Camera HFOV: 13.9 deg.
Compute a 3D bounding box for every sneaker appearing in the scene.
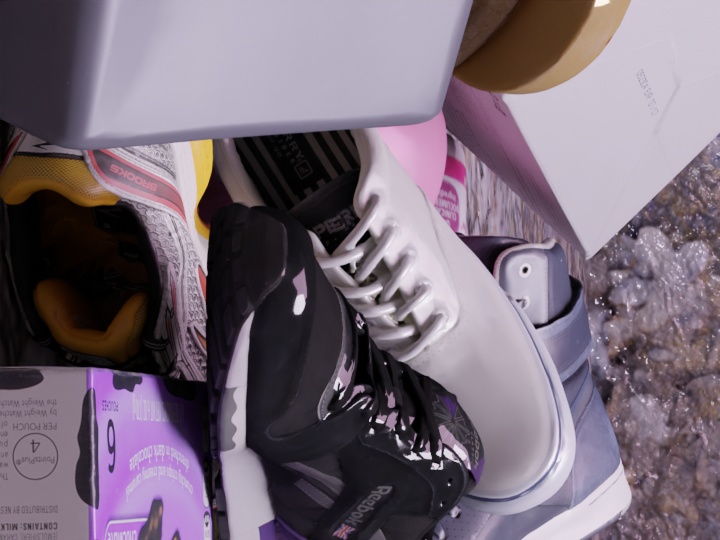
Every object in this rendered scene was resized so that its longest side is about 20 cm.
[{"bbox_3d":[0.000,0.000,1.023,0.200,0.073,0.071,52,4,14],"label":"sneaker"},{"bbox_3d":[-0.083,0.012,1.002,0.082,0.078,0.200,-70,152,-43],"label":"sneaker"},{"bbox_3d":[-0.004,0.041,0.947,0.200,0.087,0.076,89,0,-59],"label":"sneaker"},{"bbox_3d":[0.026,0.065,1.169,0.202,0.077,0.146,-34,121,-45],"label":"sneaker"}]

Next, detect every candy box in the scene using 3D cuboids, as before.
[{"bbox_3d":[-0.091,0.131,0.886,0.168,0.071,0.200,22,66,-81],"label":"candy box"}]

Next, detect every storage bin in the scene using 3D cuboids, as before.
[{"bbox_3d":[-0.036,-0.111,0.884,0.200,0.145,0.135,-8,115,-43],"label":"storage bin"}]

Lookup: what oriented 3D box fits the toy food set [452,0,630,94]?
[{"bbox_3d":[0.034,-0.157,1.005,0.200,0.049,0.198,3,-97,60],"label":"toy food set"}]

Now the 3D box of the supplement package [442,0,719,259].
[{"bbox_3d":[0.060,-0.146,1.202,0.200,0.147,0.191,45,-4,23],"label":"supplement package"}]

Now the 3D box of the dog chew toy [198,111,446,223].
[{"bbox_3d":[-0.022,-0.003,1.123,0.125,0.124,0.200,69,12,-64],"label":"dog chew toy"}]

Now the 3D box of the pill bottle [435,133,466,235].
[{"bbox_3d":[-0.010,0.042,1.278,0.113,0.113,0.200,51,39,-75],"label":"pill bottle"}]
